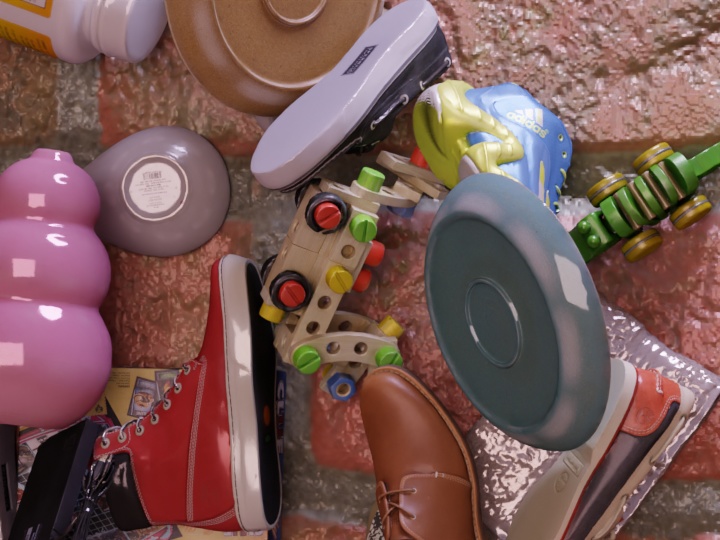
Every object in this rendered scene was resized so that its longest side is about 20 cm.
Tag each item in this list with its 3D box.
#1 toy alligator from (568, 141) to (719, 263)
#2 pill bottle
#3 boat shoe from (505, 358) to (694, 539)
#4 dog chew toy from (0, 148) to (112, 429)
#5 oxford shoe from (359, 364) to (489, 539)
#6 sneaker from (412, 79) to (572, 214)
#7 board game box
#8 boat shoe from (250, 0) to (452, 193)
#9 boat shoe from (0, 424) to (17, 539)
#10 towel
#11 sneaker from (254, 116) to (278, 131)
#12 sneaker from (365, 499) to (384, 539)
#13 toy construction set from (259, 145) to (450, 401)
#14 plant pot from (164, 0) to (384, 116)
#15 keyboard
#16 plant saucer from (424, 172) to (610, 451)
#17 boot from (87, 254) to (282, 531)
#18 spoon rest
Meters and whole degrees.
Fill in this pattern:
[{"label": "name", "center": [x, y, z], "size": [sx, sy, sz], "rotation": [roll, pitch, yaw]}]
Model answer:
[{"label": "toy alligator", "center": [0.180, -0.035, 1.677], "size": [0.200, 0.054, 0.059], "rotation": [-34, 78, 9]}, {"label": "pill bottle", "center": [-0.246, -0.224, 1.773], "size": [0.200, 0.109, 0.109], "rotation": [21, 91, 15]}, {"label": "boat shoe", "center": [0.159, 0.156, 1.628], "size": [0.063, 0.071, 0.200], "rotation": [22, 104, -23]}, {"label": "dog chew toy", "center": [-0.235, 0.012, 1.706], "size": [0.124, 0.125, 0.200], "rotation": [7, 87, 15]}, {"label": "oxford shoe", "center": [0.040, 0.159, 1.630], "size": [0.071, 0.071, 0.200], "rotation": [-30, 74, 34]}, {"label": "sneaker", "center": [0.120, -0.055, 1.664], "size": [0.105, 0.076, 0.200], "rotation": [-18, 73, -24]}, {"label": "board game box", "center": [-0.157, 0.139, 1.760], "size": [0.200, 0.035, 0.136], "rotation": [1, 86, 14]}, {"label": "boat shoe", "center": [0.001, -0.116, 1.681], "size": [0.069, 0.057, 0.200], "rotation": [2, 42, 49]}, {"label": "boat shoe", "center": [-0.300, 0.145, 1.781], "size": [0.070, 0.071, 0.200], "rotation": [-7, 90, 11]}, {"label": "towel", "center": [0.151, 0.123, 1.683], "size": [0.133, 0.034, 0.200], "rotation": [37, 95, 13]}, {"label": "sneaker", "center": [-0.084, -0.203, 1.760], "size": [0.118, 0.074, 0.200], "rotation": [9, 102, 37]}, {"label": "sneaker", "center": [0.027, 0.244, 1.658], "size": [0.077, 0.089, 0.200], "rotation": [-14, 63, 21]}, {"label": "toy construction set", "center": [0.000, 0.000, 1.690], "size": [0.131, 0.092, 0.200], "rotation": [20, 90, -21]}, {"label": "plant pot", "center": [-0.052, -0.208, 1.685], "size": [0.027, 0.200, 0.200], "rotation": [13, 89, 49]}, {"label": "keyboard", "center": [-0.219, 0.195, 1.664], "size": [0.127, 0.021, 0.200], "rotation": [-27, 42, 49]}, {"label": "plant saucer", "center": [0.099, 0.033, 1.610], "size": [0.027, 0.200, 0.200], "rotation": [-20, 78, -28]}, {"label": "boot", "center": [-0.135, 0.089, 1.706], "size": [0.144, 0.072, 0.200], "rotation": [-1, 89, 15]}, {"label": "spoon rest", "center": [-0.198, -0.057, 1.783], "size": [0.200, 0.061, 0.099], "rotation": [-4, 86, 1]}]
